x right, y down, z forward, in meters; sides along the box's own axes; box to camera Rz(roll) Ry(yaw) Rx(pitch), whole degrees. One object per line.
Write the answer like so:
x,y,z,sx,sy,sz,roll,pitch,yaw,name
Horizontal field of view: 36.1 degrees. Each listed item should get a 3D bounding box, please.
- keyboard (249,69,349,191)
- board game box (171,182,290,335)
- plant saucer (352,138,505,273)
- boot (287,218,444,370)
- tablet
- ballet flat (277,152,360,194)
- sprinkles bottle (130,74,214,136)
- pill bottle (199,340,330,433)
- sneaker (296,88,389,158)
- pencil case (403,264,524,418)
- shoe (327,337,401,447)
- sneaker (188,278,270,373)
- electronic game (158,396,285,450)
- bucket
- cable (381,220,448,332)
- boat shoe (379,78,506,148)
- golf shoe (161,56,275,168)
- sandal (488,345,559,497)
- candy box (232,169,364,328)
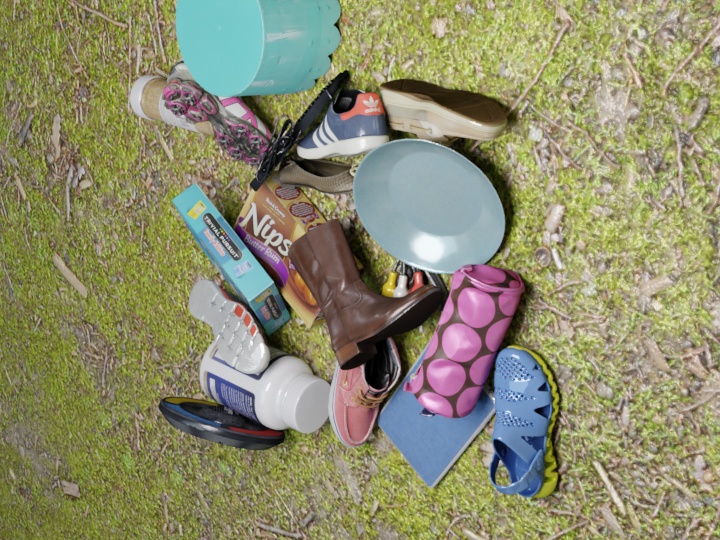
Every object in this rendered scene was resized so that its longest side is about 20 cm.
-0.095,-0.191,1.481,0.039,0.104,0.200,37,124,-8,keyboard
-0.188,-0.015,1.628,0.200,0.047,0.151,50,171,20,board game box
0.088,-0.085,1.364,0.199,0.039,0.202,16,134,17,plant saucer
0.000,0.000,1.439,0.186,0.064,0.201,-35,64,25,boot
0.101,0.191,1.493,0.130,0.014,0.201,49,132,21,tablet
-0.045,-0.134,1.497,0.199,0.067,0.047,10,114,49,ballet flat
-0.263,-0.247,1.669,0.199,0.068,0.069,20,116,39,sprinkles bottle
-0.138,0.172,1.651,0.199,0.110,0.112,19,116,40,pill bottle
-0.024,-0.191,1.437,0.199,0.074,0.086,2,98,59,sneaker
0.127,0.084,1.365,0.093,0.091,0.202,24,113,8,pencil case
0.005,0.162,1.518,0.091,0.071,0.202,-142,53,-62,shoe
-0.175,0.081,1.629,0.077,0.082,0.200,-54,49,13,sneaker
-0.211,0.229,1.686,0.199,0.199,0.042,17,90,40,electronic game
-0.142,-0.329,1.476,0.206,0.134,0.210,14,112,39,bucket
0.062,-0.017,1.438,0.096,0.050,0.202,6,107,38,cable
0.098,-0.181,1.339,0.199,0.072,0.066,25,125,44,boat shoe
-0.184,-0.225,1.554,0.072,0.093,0.200,-24,131,38,golf shoe
0.193,0.193,1.352,0.079,0.087,0.202,1,102,46,sandal
-0.092,-0.033,1.580,0.200,0.056,0.117,50,132,20,candy box
